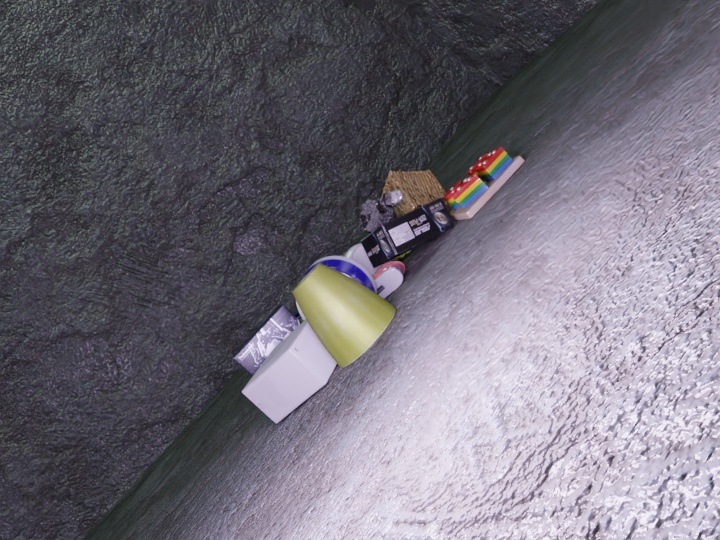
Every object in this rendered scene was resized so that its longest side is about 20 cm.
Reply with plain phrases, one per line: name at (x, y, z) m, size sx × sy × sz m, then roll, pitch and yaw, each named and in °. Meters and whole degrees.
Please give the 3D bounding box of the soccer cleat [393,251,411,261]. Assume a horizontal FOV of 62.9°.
soccer cleat at (0.083, -0.071, 1.822) m, size 0.199 × 0.084 × 0.065 m, roll -15°, pitch 19°, yaw 43°

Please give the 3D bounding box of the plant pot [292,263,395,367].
plant pot at (-0.054, 0.085, 1.349) m, size 0.187 × 0.200 × 0.187 m, roll -46°, pitch 6°, yaw 6°

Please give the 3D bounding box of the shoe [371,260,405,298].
shoe at (0.039, 0.050, 1.576) m, size 0.200 × 0.072 × 0.091 m, roll -39°, pitch 7°, yaw 20°

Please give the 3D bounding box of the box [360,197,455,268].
box at (0.124, -0.098, 1.566) m, size 0.199 × 0.087 × 0.164 m, roll -26°, pitch -2°, yaw -23°

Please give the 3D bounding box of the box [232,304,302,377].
box at (-0.223, 0.229, 1.641) m, size 0.200 × 0.182 × 0.104 m, roll -48°, pitch 6°, yaw -12°

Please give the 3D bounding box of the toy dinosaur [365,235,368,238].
toy dinosaur at (0.058, -0.130, 1.915) m, size 0.106 × 0.060 × 0.201 m, roll -31°, pitch -26°, yaw -59°

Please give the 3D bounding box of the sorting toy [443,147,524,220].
sorting toy at (0.305, -0.228, 1.542) m, size 0.199 × 0.070 × 0.200 m, roll -47°, pitch 7°, yaw -2°

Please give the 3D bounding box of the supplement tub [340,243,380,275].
supplement tub at (0.000, 0.000, 1.772) m, size 0.145 × 0.145 × 0.200 m, roll -49°, pitch 7°, yaw -24°

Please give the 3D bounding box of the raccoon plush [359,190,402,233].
raccoon plush at (0.095, -0.155, 1.652) m, size 0.133 × 0.097 × 0.200 m, roll -1°, pitch -8°, yaw -36°

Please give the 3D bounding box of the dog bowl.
dog bowl at (-0.062, 0.069, 1.503) m, size 0.200 × 0.200 × 0.079 m, roll -42°, pitch 10°, yaw 29°

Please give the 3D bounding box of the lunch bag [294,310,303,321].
lunch bag at (-0.181, 0.199, 1.880) m, size 0.200 × 0.128 × 0.170 m, roll -35°, pitch -2°, yaw -29°

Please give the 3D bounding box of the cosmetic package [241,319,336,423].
cosmetic package at (-0.151, 0.229, 1.437) m, size 0.200 × 0.123 × 0.200 m, roll -44°, pitch 6°, yaw 31°

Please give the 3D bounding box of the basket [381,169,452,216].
basket at (0.169, -0.198, 1.792) m, size 0.148 × 0.200 × 0.143 m, roll -5°, pitch -46°, yaw -24°
